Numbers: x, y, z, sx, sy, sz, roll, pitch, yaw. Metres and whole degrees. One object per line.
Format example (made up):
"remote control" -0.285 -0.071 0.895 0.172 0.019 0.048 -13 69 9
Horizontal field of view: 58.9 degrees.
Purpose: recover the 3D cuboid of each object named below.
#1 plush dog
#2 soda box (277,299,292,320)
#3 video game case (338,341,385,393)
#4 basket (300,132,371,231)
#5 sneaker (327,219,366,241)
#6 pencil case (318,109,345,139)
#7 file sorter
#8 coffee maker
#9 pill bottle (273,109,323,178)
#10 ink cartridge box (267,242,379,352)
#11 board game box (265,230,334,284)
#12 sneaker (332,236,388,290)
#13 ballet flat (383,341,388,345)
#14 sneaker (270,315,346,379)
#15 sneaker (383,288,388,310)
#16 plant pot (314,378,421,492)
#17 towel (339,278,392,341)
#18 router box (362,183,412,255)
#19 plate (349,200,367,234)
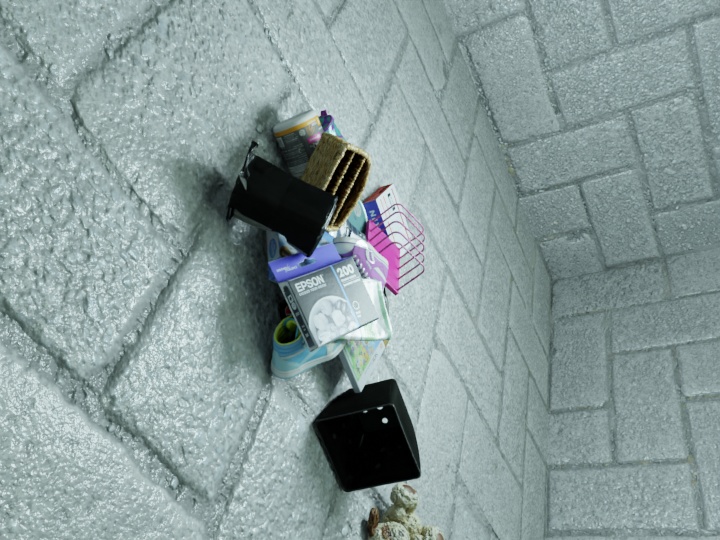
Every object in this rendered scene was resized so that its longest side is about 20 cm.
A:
"plush dog" 0.086 0.659 1.580 0.170 0.161 0.202 -10 60 -48
"soda box" -0.106 0.077 1.484 0.199 0.070 0.065 -20 97 -62
"video game case" -0.008 0.159 1.547 0.183 0.022 0.203 -54 128 -53
"basket" -0.050 -0.188 1.451 0.141 0.149 0.202 24 99 -30
"sneaker" -0.047 -0.138 1.662 0.145 0.076 0.206 25 67 -44
"pencil case" -0.064 -0.324 1.713 0.201 0.084 0.094 51 53 -41
"file sorter" 0.100 -0.067 1.755 0.139 0.125 0.202 42 31 -25
"coffee maker" -0.154 -0.132 1.276 0.192 0.197 0.137 134 -19 -74
"pill bottle" -0.125 -0.274 1.544 0.203 0.115 0.117 67 29 -18
"ink cartridge box" -0.072 0.043 1.330 0.197 0.043 0.203 -21 81 -46
"board game box" -0.126 -0.032 1.433 0.199 0.043 0.202 30 37 -41
"sneaker" 0.001 0.000 1.526 0.199 0.072 0.116 32 59 -43
"ballet flat" 0.028 0.208 1.700 0.199 0.068 0.064 -17 124 -60
"sneaker" -0.102 0.135 1.346 0.198 0.079 0.132 -31 141 -32
"sneaker" 0.053 0.045 1.793 0.114 0.075 0.203 -17 89 -56
"plant pot" 0.030 0.371 1.516 0.178 0.196 0.203 -65 136 -65
"towel" -0.008 0.083 1.422 0.198 0.030 0.152 7 61 -49
"router box" 0.087 -0.144 1.955 0.180 0.048 0.203 -47 120 -60
"plate" -0.021 -0.147 1.786 0.199 0.025 0.204 33 51 -53
